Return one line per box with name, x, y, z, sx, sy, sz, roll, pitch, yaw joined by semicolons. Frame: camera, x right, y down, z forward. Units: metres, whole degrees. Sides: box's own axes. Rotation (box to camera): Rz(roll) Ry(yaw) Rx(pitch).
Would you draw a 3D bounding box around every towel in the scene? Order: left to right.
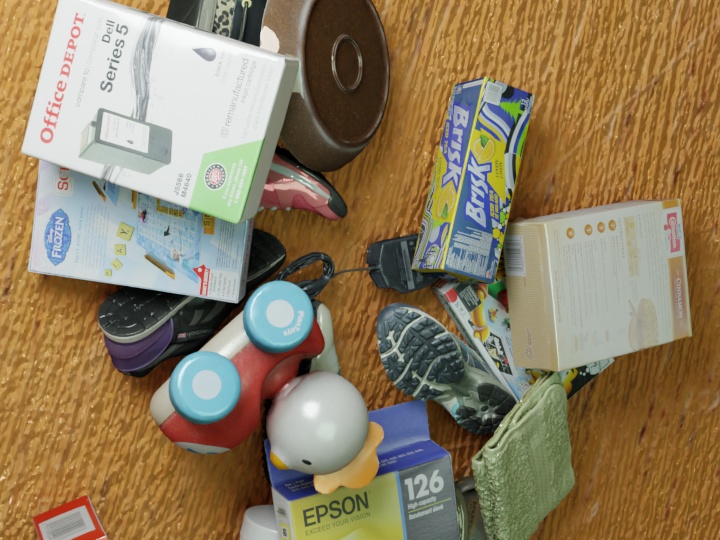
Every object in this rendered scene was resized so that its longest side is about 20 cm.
towel;0.178;0.213;1.404;0.148;0.036;0.200;-44;142;-30

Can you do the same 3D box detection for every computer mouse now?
computer mouse;0.000;0.000;1.338;0.200;0.034;0.059;-9;95;-25

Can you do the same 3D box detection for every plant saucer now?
plant saucer;-0.024;-0.193;1.231;0.200;0.034;0.201;3;87;-59

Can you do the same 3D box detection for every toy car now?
toy car;-0.070;0.135;1.206;0.200;0.184;0.177;46;73;0

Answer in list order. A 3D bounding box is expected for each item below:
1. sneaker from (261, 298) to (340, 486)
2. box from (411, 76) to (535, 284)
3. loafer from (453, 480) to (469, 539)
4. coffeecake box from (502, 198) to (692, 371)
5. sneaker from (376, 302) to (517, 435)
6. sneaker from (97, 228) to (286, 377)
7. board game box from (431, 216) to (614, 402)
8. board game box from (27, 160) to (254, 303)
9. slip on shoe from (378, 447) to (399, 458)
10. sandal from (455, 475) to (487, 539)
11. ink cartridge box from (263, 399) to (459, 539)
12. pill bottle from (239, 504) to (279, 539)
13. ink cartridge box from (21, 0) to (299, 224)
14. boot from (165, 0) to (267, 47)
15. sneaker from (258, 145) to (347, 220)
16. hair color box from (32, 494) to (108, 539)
sneaker;-0.044;0.127;1.348;0.093;0.070;0.200;0;97;-45
box;0.114;-0.090;1.333;0.064;0.070;0.200;17;83;-24
loafer;0.058;0.317;1.415;0.067;0.076;0.200;12;97;-30
coffeecake box;0.253;0.012;1.396;0.200;0.073;0.154;-10;97;-33
sneaker;0.077;0.095;1.368;0.078;0.086;0.200;-41;123;8
sneaker;-0.161;0.031;1.281;0.200;0.076;0.088;-29;141;-23
board game box;0.179;0.059;1.430;0.126;0.035;0.200;-39;113;-11
board game box;-0.193;-0.084;1.202;0.199;0.041;0.201;9;99;4
slip on shoe;-0.008;0.271;1.388;0.076;0.061;0.200;5;103;-42
sandal;0.122;0.328;1.454;0.082;0.055;0.201;6;99;-23
ink cartridge box;0.009;0.246;1.310;0.197;0.047;0.201;-11;99;-32
pill bottle;-0.095;0.347;1.340;0.111;0.111;0.201;7;99;-23
ink cartridge box;-0.170;-0.140;1.126;0.200;0.084;0.146;17;100;4
boot;-0.093;-0.264;1.236;0.154;0.073;0.204;22;77;-39
sneaker;-0.109;-0.086;1.273;0.200;0.074;0.087;27;100;-17
hair color box;-0.249;0.332;1.276;0.064;0.111;0.200;-21;109;-16
